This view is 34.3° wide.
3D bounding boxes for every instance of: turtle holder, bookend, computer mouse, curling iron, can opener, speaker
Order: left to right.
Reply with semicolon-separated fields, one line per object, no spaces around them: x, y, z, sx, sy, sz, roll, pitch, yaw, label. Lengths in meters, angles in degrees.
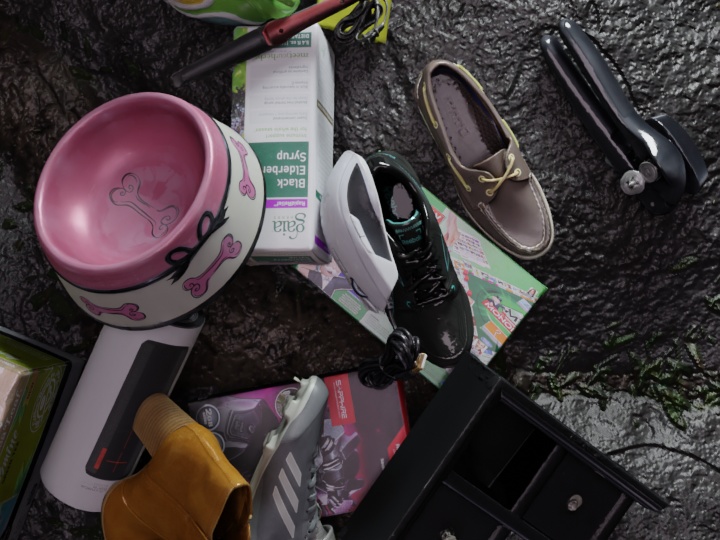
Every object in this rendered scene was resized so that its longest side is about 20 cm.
-0.212;0.111;1.029;0.080;0.081;0.202;29;107;3;speaker
-0.121;-0.271;1.013;0.130;0.187;0.142;-9;126;22;turtle holder
-0.070;-0.194;0.995;0.196;0.026;0.050;-16;75;7;curling iron
0.000;0.000;0.991;0.043;0.110;0.204;-14;84;-19;computer mouse
0.120;0.213;1.004;0.198;0.092;0.201;36;91;-17;bookend
0.230;-0.138;1.058;0.201;0.078;0.063;50;130;5;can opener

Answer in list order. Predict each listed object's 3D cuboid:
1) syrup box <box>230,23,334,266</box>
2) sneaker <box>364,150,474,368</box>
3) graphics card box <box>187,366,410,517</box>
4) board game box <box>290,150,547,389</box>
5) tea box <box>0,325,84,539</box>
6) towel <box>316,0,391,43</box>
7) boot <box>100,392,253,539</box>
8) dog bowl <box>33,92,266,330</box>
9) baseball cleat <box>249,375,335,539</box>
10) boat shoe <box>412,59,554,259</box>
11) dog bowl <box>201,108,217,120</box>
-0.069;-0.109;1.037;0.077;0.081;0.204;0;80;10;syrup box
0.043;-0.008;1.018;0.074;0.079;0.203;-23;89;1;sneaker
-0.051;0.161;1.062;0.196;0.051;0.128;-10;89;3;graphics card box
0.053;0.007;1.070;0.199;0.029;0.135;39;90;3;board game box
-0.354;0.151;1.003;0.132;0.197;0.203;21;90;3;tea box
-0.001;-0.315;1.061;0.085;0.018;0.204;6;89;-40;towel
-0.156;0.220;0.995;0.144;0.070;0.204;43;129;37;boot
-0.180;-0.058;0.958;0.196;0.074;0.204;-9;62;17;dog bowl
-0.053;0.194;1.010;0.105;0.070;0.202;26;101;-4;baseball cleat
0.113;-0.100;1.054;0.071;0.060;0.202;-29;88;1;boat shoe
-0.196;-0.062;1.069;0.196;0.059;0.204;0;89;3;dog bowl
